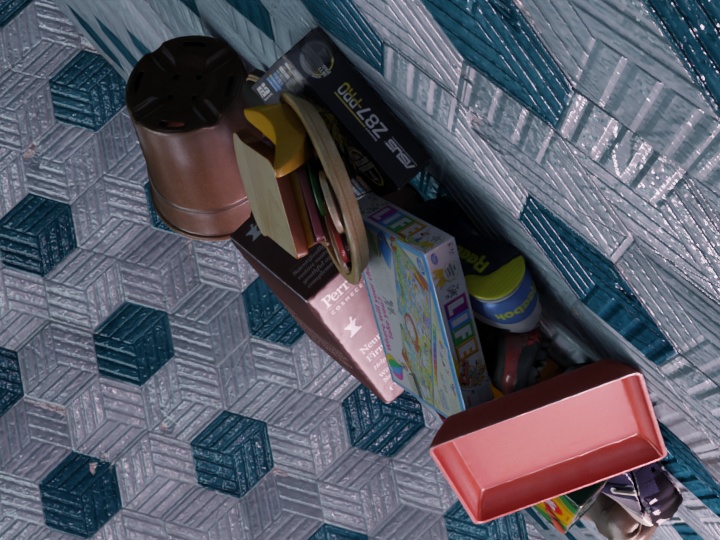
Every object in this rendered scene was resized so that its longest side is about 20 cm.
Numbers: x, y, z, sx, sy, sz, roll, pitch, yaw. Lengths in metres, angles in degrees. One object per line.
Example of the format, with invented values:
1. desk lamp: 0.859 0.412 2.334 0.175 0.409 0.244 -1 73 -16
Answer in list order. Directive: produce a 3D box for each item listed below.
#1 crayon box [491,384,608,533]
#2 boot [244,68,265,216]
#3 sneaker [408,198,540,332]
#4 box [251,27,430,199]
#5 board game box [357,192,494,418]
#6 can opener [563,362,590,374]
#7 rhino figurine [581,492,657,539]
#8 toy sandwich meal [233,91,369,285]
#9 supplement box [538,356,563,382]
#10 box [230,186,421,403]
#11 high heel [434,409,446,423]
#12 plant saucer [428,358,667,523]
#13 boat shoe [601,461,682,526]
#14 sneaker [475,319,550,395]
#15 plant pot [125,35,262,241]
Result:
1. crayon box: 0.160 0.172 1.710 0.200 0.051 0.127 44 164 14
2. boot: -0.098 -0.119 1.895 0.200 0.138 0.078 46 174 17
3. sneaker: 0.098 -0.001 1.560 0.082 0.074 0.200 49 176 -38
4. box: -0.022 -0.141 1.577 0.162 0.049 0.200 51 169 -7
5. board game box: 0.056 0.039 1.536 0.134 0.034 0.202 31 144 50
6. can opener: 0.221 0.122 1.663 0.200 0.053 0.068 164 95 -84
7. rhino figurine: 0.271 0.241 1.815 0.060 0.087 0.200 50 174 -21
8. toy sandwich meal: -0.057 -0.071 1.518 0.205 0.070 0.207 158 90 -81
9. supplement box: 0.159 0.104 1.847 0.067 0.069 0.200 50 176 -37
10. box: 0.000 0.000 1.804 0.164 0.166 0.200 38 169 46
11. high heel: 0.090 0.131 1.921 0.095 0.068 0.200 32 -165 -13
12. plant saucer: 0.172 0.153 1.530 0.200 0.198 0.037 59 -168 -58
13. boat shoe: 0.250 0.185 1.737 0.199 0.075 0.093 26 153 55
14. sneaker: 0.125 0.075 1.579 0.097 0.072 0.201 12 -168 -4
15. plant pot: -0.194 -0.175 2.082 0.200 0.200 0.199 44 165 31
